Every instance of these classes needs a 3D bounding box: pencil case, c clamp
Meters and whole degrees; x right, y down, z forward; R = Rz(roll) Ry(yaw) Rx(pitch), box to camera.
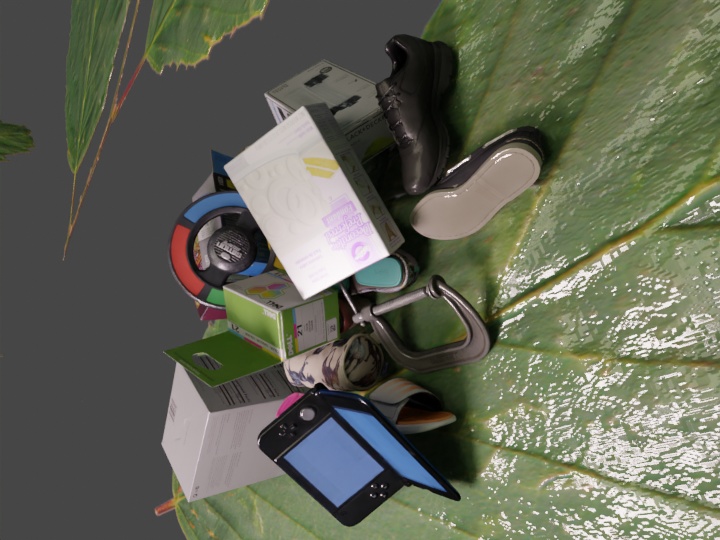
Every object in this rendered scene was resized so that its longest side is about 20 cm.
[{"bbox_3d":[-0.044,0.137,0.830,0.200,0.089,0.078,-13,113,55],"label":"pencil case"},{"bbox_3d":[0.062,0.059,0.693,0.200,0.027,0.171,-18,105,46],"label":"c clamp"}]

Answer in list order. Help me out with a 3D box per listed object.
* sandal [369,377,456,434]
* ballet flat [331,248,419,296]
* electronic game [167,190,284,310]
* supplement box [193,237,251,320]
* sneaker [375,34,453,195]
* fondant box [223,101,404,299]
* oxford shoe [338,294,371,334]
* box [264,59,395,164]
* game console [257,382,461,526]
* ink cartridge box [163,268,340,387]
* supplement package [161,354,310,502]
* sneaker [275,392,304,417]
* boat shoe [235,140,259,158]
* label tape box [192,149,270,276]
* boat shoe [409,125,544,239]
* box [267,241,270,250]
[{"bbox_3d":[0.037,0.176,0.740,0.206,0.079,0.060,-8,86,53],"label":"sandal"},{"bbox_3d":[0.000,0.000,0.779,0.200,0.072,0.072,2,93,40],"label":"ballet flat"},{"bbox_3d":[-0.206,-0.034,0.879,0.042,0.199,0.201,124,135,-73],"label":"electronic game"},{"bbox_3d":[-0.305,-0.010,1.144,0.110,0.085,0.200,-52,53,38],"label":"supplement box"},{"bbox_3d":[0.058,-0.192,0.671,0.076,0.090,0.201,-14,72,57],"label":"sneaker"},{"bbox_3d":[-0.058,-0.083,0.686,0.144,0.058,0.200,-27,98,30],"label":"fondant box"},{"bbox_3d":[-0.062,0.067,0.861,0.200,0.075,0.071,2,104,49],"label":"oxford shoe"},{"bbox_3d":[-0.036,-0.223,0.775,0.200,0.116,0.060,40,159,42],"label":"box"},{"bbox_3d":[-0.007,0.248,0.688,0.171,0.200,0.118,-41,17,3],"label":"game console"},{"bbox_3d":[-0.148,0.070,0.745,0.147,0.199,0.076,17,116,45],"label":"ink cartridge box"},{"bbox_3d":[-0.214,0.257,0.956,0.147,0.199,0.192,41,121,42],"label":"supplement package"},{"bbox_3d":[-0.034,0.263,0.839,0.200,0.088,0.081,31,74,28],"label":"sneaker"},{"bbox_3d":[-0.106,-0.180,0.856,0.199,0.068,0.075,-8,107,26],"label":"boat shoe"},{"bbox_3d":[-0.225,-0.097,0.990,0.063,0.144,0.201,-19,75,27],"label":"label tape box"},{"bbox_3d":[0.134,-0.098,0.641,0.200,0.073,0.063,-34,23,52],"label":"boat shoe"},{"bbox_3d":[-0.129,-0.126,0.955,0.117,0.048,0.201,-29,68,46],"label":"box"}]
